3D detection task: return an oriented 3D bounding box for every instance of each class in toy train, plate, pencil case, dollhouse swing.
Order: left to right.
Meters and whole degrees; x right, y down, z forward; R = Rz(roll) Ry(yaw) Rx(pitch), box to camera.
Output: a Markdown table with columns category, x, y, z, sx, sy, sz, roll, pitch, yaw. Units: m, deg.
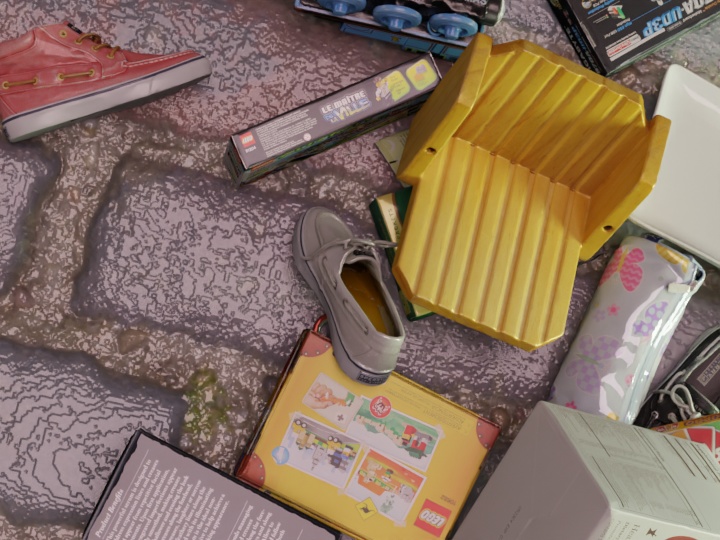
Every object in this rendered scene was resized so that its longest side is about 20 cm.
| category | x | y | z | sx | sy | sz | roll | pitch | yaw |
| --- | --- | --- | --- | --- | --- | --- | --- | --- | --- |
| toy train | 0.032 | -0.254 | 1.613 | 0.198 | 0.114 | 0.087 | 11 | 79 | -8 |
| dollhouse swing | 0.145 | -0.063 | 1.521 | 0.199 | 0.182 | 0.177 | 23 | 48 | -14 |
| pencil case | 0.248 | 0.068 | 1.621 | 0.090 | 0.083 | 0.201 | 22 | 79 | 33 |
| plate | 0.350 | -0.076 | 1.650 | 0.199 | 0.032 | 0.200 | 28 | 56 | -8 |

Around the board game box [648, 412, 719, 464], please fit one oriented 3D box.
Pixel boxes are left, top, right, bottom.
| category | x | y | z | sx | sy | sz | roll | pitch | yaw |
| --- | --- | --- | --- | --- | --- | --- | --- | --- | --- |
| board game box | 0.325 | 0.235 | 1.606 | 0.095 | 0.030 | 0.201 | -14 | 104 | 10 |

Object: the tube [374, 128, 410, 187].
| category | x | y | z | sx | sy | sz | roll | pitch | yaw |
| --- | --- | --- | --- | --- | --- | --- | --- | --- | --- |
| tube | 0.117 | -0.133 | 1.644 | 0.199 | 0.058 | 0.052 | -20 | 92 | -12 |

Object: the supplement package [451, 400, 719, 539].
| category | x | y | z | sx | sy | sz | roll | pitch | yaw |
| --- | --- | --- | --- | --- | --- | --- | --- | --- | --- |
| supplement package | 0.211 | 0.247 | 1.495 | 0.199 | 0.147 | 0.192 | 16 | 116 | -30 |

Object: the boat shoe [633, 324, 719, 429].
| category | x | y | z | sx | sy | sz | roll | pitch | yaw |
| --- | --- | --- | --- | --- | --- | --- | --- | --- | --- |
| boat shoe | 0.310 | 0.132 | 1.632 | 0.074 | 0.068 | 0.199 | 45 | 80 | -1 |

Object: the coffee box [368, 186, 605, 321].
| category | x | y | z | sx | sy | sz | roll | pitch | yaw |
| --- | --- | --- | --- | --- | --- | --- | --- | --- | --- |
| coffee box | 0.120 | -0.039 | 1.636 | 0.199 | 0.044 | 0.124 | -17 | 86 | -10 |

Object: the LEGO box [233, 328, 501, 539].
| category | x | y | z | sx | sy | sz | roll | pitch | yaw |
| --- | --- | --- | --- | --- | --- | --- | --- | --- | --- |
| LEGO box | 0.006 | 0.163 | 1.571 | 0.199 | 0.077 | 0.150 | 27 | 87 | -3 |

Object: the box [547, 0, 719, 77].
| category | x | y | z | sx | sy | sz | roll | pitch | yaw |
| --- | --- | --- | --- | --- | --- | --- | --- | --- | --- |
| box | 0.278 | -0.299 | 1.690 | 0.199 | 0.046 | 0.160 | -29 | 88 | -11 |

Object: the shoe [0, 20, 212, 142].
| category | x | y | z | sx | sy | sz | roll | pitch | yaw |
| --- | --- | --- | --- | --- | --- | --- | --- | --- | --- |
| shoe | -0.241 | -0.190 | 1.586 | 0.199 | 0.071 | 0.092 | -18 | 92 | -6 |

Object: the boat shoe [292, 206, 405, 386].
| category | x | y | z | sx | sy | sz | roll | pitch | yaw |
| --- | --- | --- | --- | --- | --- | --- | --- | --- | --- |
| boat shoe | -0.004 | 0.000 | 1.548 | 0.074 | 0.086 | 0.203 | 8 | 42 | -27 |

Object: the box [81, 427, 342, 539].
| category | x | y | z | sx | sy | sz | roll | pitch | yaw |
| --- | --- | --- | --- | --- | --- | --- | --- | --- | --- |
| box | -0.133 | 0.231 | 1.514 | 0.199 | 0.148 | 0.108 | 28 | 80 | -4 |

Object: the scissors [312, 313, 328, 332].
| category | x | y | z | sx | sy | sz | roll | pitch | yaw |
| --- | --- | --- | --- | --- | --- | --- | --- | --- | --- |
| scissors | 0.016 | 0.130 | 1.619 | 0.073 | 0.014 | 0.201 | -20 | 89 | -10 |

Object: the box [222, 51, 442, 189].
| category | x | y | z | sx | sy | sz | roll | pitch | yaw |
| --- | --- | --- | --- | --- | --- | --- | --- | --- | --- |
| box | -0.027 | -0.137 | 1.593 | 0.199 | 0.110 | 0.035 | -24 | 87 | -10 |
